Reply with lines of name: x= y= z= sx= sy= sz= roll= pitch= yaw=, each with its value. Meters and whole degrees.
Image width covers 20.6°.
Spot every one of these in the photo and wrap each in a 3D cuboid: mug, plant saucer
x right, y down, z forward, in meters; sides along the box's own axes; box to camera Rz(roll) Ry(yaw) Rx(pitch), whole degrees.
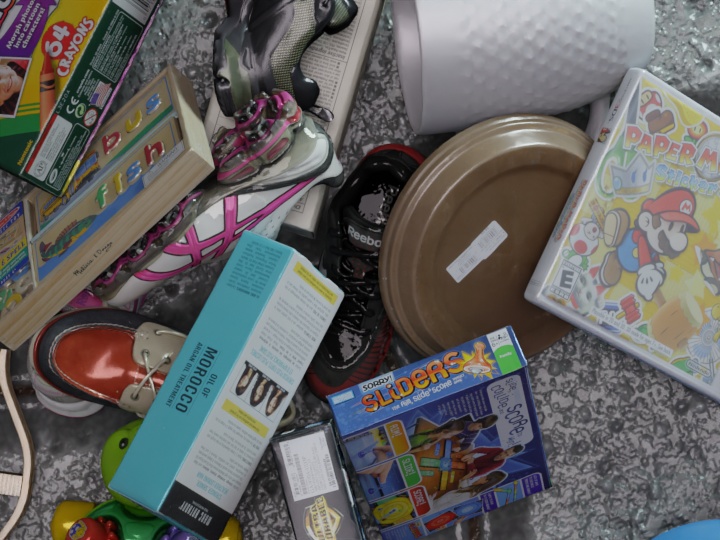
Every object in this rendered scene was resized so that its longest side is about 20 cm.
mug: x=0.120 y=-0.157 z=1.449 sx=0.174 sy=0.148 sz=0.201 roll=-7 pitch=112 yaw=-5
plant saucer: x=0.107 y=-0.014 z=1.430 sx=0.199 sy=0.029 sz=0.201 roll=-11 pitch=118 yaw=-22

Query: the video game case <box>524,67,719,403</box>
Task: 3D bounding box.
video game case: x=0.233 y=-0.022 z=1.444 sx=0.199 sy=0.023 sz=0.183 roll=27 pitch=86 yaw=-27

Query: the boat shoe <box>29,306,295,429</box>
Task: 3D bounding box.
boat shoe: x=-0.139 y=0.076 z=1.418 sx=0.199 sy=0.062 sz=0.072 roll=18 pitch=94 yaw=-33

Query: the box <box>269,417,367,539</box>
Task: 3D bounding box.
box: x=-0.020 y=0.186 z=1.390 sx=0.046 sy=0.200 sz=0.160 roll=-15 pitch=87 yaw=-1

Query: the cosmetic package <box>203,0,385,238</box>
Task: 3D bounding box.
cosmetic package: x=-0.053 y=-0.135 z=1.473 sx=0.103 sy=0.073 sz=0.201 roll=17 pitch=87 yaw=2

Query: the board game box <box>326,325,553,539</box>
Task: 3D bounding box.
board game box: x=0.060 y=0.123 z=1.398 sx=0.135 sy=0.200 sz=0.035 roll=-20 pitch=58 yaw=-2

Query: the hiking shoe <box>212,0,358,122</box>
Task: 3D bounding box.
hiking shoe: x=-0.051 y=-0.206 z=1.414 sx=0.100 sy=0.076 sz=0.201 roll=5 pitch=95 yaw=-7

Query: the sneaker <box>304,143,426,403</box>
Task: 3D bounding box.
sneaker: x=0.000 y=0.000 z=1.451 sx=0.070 sy=0.098 sz=0.202 roll=17 pitch=87 yaw=6

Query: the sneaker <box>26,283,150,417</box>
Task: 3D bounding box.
sneaker: x=-0.190 y=0.011 z=1.457 sx=0.081 sy=0.088 sz=0.201 roll=15 pitch=86 yaw=1

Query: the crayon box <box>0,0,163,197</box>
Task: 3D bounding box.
crayon box: x=-0.246 y=-0.178 z=1.448 sx=0.172 sy=0.058 sz=0.201 roll=25 pitch=86 yaw=31

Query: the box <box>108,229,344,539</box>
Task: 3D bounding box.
box: x=-0.090 y=0.081 z=1.367 sx=0.049 sy=0.082 sz=0.201 roll=21 pitch=77 yaw=34

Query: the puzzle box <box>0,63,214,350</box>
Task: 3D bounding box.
puzzle box: x=-0.190 y=-0.048 z=1.409 sx=0.200 sy=0.133 sz=0.025 roll=-41 pitch=121 yaw=13

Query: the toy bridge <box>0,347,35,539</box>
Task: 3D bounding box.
toy bridge: x=-0.279 y=0.157 z=1.479 sx=0.067 sy=0.027 sz=0.201 roll=7 pitch=87 yaw=0

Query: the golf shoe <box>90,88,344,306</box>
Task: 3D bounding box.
golf shoe: x=-0.100 y=-0.033 z=1.394 sx=0.200 sy=0.073 sz=0.092 roll=-38 pitch=123 yaw=11

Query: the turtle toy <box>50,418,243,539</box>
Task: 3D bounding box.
turtle toy: x=-0.160 y=0.207 z=1.438 sx=0.145 sy=0.101 sz=0.201 roll=5 pitch=87 yaw=0

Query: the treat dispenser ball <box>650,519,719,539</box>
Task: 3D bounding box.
treat dispenser ball: x=0.256 y=0.275 z=1.384 sx=0.199 sy=0.201 sz=0.202 roll=0 pitch=86 yaw=0
